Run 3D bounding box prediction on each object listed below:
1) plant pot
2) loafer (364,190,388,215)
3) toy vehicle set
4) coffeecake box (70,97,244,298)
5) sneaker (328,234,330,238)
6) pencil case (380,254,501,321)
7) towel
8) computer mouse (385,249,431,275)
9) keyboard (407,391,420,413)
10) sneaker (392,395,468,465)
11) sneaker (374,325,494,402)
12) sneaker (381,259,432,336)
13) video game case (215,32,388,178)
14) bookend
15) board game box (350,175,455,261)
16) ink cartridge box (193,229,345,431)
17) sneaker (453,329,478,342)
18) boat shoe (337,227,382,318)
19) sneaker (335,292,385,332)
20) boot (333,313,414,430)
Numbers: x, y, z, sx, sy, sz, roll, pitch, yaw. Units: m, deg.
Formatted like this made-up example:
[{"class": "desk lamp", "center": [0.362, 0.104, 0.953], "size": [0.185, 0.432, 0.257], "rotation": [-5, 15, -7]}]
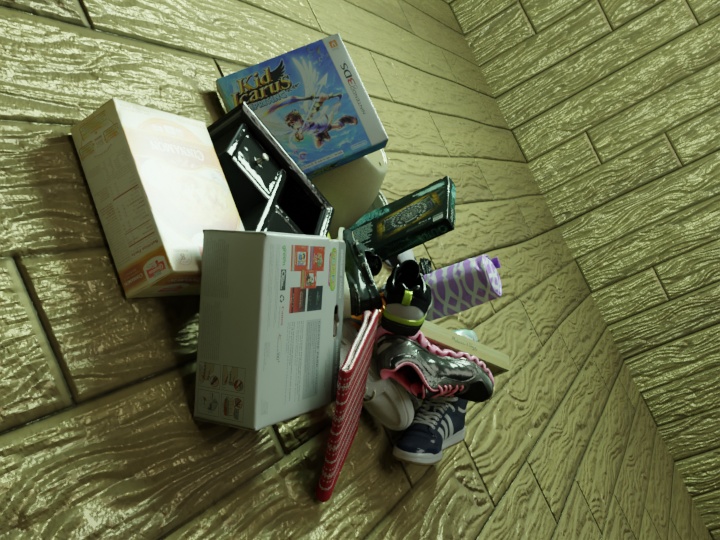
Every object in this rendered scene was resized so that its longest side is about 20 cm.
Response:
[{"class": "plant pot", "center": [-0.037, -0.169, 1.191], "size": [0.200, 0.134, 0.200], "rotation": [43, 31, -34]}, {"class": "loafer", "center": [0.021, -0.118, 1.330], "size": [0.063, 0.072, 0.200], "rotation": [19, 46, -60]}, {"class": "toy vehicle set", "center": [0.116, 0.133, 1.139], "size": [0.200, 0.124, 0.027], "rotation": [24, 53, -31]}, {"class": "coffeecake box", "center": [-0.215, -0.075, 0.830], "size": [0.153, 0.073, 0.200], "rotation": [-1, 67, -64]}, {"class": "sneaker", "center": [-0.058, -0.006, 1.049], "size": [0.075, 0.076, 0.200], "rotation": [36, 32, -24]}, {"class": "pencil case", "center": [0.141, 0.036, 1.265], "size": [0.084, 0.200, 0.086], "rotation": [68, 22, -14]}, {"class": "towel", "center": [-0.017, 0.161, 0.890], "size": [0.145, 0.022, 0.200], "rotation": [-62, 164, -60]}, {"class": "computer mouse", "center": [0.088, -0.021, 1.390], "size": [0.200, 0.044, 0.110], "rotation": [42, 33, -38]}, {"class": "keyboard", "center": [0.084, 0.213, 1.191], "size": [0.056, 0.011, 0.200], "rotation": [26, 44, -52]}, {"class": "sneaker", "center": [0.108, 0.214, 1.098], "size": [0.200, 0.070, 0.109], "rotation": [-6, 105, -63]}, {"class": "sneaker", "center": [0.102, 0.151, 1.033], "size": [0.200, 0.079, 0.095], "rotation": [27, 40, -18]}, {"class": "sneaker", "center": [0.072, 0.022, 1.026], "size": [0.200, 0.072, 0.083], "rotation": [-79, -179, -71]}, {"class": "video game case", "center": [-0.086, -0.232, 1.094], "size": [0.181, 0.200, 0.045], "rotation": [65, -10, 6]}, {"class": "bookend", "center": [-0.141, -0.079, 0.951], "size": [0.200, 0.092, 0.199], "rotation": [50, 28, -24]}, {"class": "board game box", "center": [0.061, -0.072, 1.202], "size": [0.028, 0.200, 0.135], "rotation": [54, 27, -27]}, {"class": "ink cartridge box", "center": [-0.094, 0.059, 0.823], "size": [0.176, 0.084, 0.200], "rotation": [1, 93, -63]}, {"class": "sneaker", "center": [0.162, 0.180, 1.309], "size": [0.200, 0.078, 0.140], "rotation": [3, 64, -51]}, {"class": "boat shoe", "center": [0.000, -0.002, 1.077], "size": [0.199, 0.066, 0.075], "rotation": [-97, -176, -63]}, {"class": "sneaker", "center": [0.033, 0.047, 1.135], "size": [0.200, 0.112, 0.078], "rotation": [-1, 66, -62]}, {"class": "boot", "center": [-0.009, 0.158, 1.014], "size": [0.200, 0.074, 0.096], "rotation": [51, 32, -5]}]
